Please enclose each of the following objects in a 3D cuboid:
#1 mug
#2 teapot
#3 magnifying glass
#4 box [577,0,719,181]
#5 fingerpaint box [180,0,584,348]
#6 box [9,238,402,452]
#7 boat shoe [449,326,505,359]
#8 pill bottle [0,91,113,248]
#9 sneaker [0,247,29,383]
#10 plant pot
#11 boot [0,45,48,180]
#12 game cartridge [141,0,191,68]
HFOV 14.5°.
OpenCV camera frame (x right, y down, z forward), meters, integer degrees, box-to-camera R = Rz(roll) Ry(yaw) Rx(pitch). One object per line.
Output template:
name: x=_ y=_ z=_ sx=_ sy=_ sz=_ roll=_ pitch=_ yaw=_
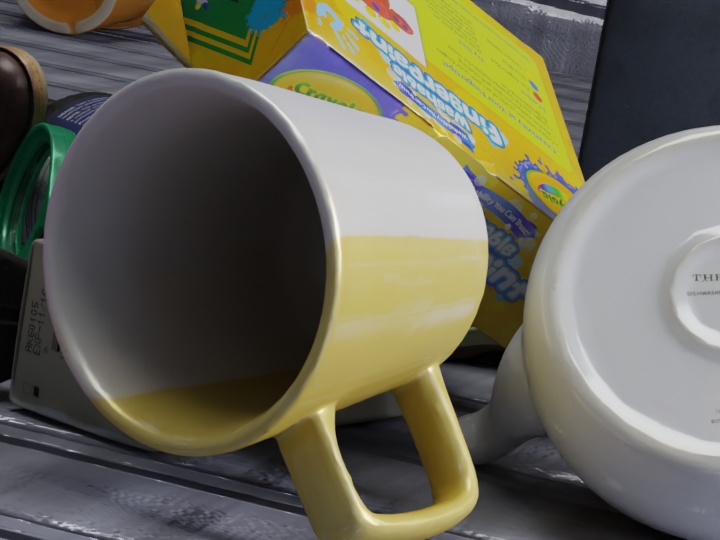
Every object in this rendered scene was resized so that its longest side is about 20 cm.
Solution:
mug: x=-0.026 y=0.013 z=1.155 sx=0.149 sy=0.187 sz=0.153 roll=5 pitch=5 yaw=35
teapot: x=0.168 y=0.042 z=1.240 sx=0.200 sy=0.197 sz=0.146 roll=36 pitch=-18 yaw=23
magnifying glass: x=-0.153 y=-0.006 z=1.390 sx=0.022 sy=0.080 sz=0.200 roll=18 pitch=24 yaw=-21
box: x=0.201 y=-0.073 z=1.676 sx=0.124 sy=0.200 sz=0.197 roll=12 pitch=10 yaw=13
fingerpaint box: x=0.010 y=-0.082 z=1.309 sx=0.200 sy=0.073 sz=0.167 roll=35 pitch=25 yaw=-33
box: x=-0.059 y=0.028 z=1.304 sx=0.095 sy=0.078 sz=0.200 roll=15 pitch=11 yaw=33
boat shoe: x=0.064 y=0.005 z=1.542 sx=0.200 sy=0.076 sz=0.072 roll=7 pitch=22 yaw=-6
pill bottle: x=-0.125 y=-0.034 z=1.509 sx=0.112 sy=0.112 sz=0.200 roll=1 pitch=13 yaw=-40
sneaker: x=-0.243 y=0.004 z=1.275 sx=0.200 sy=0.076 sz=0.115 roll=2 pitch=13 yaw=-24
plant pot: x=-0.286 y=-0.338 z=3.004 sx=0.200 sy=0.201 sz=0.183 roll=11 pitch=25 yaw=12
boot: x=-0.274 y=-0.054 z=1.456 sx=0.200 sy=0.072 sz=0.166 roll=-25 pitch=-6 yaw=33
game cartridge: x=-0.016 y=-0.060 z=1.450 sx=0.176 sy=0.032 sz=0.200 roll=40 pitch=1 yaw=-31
